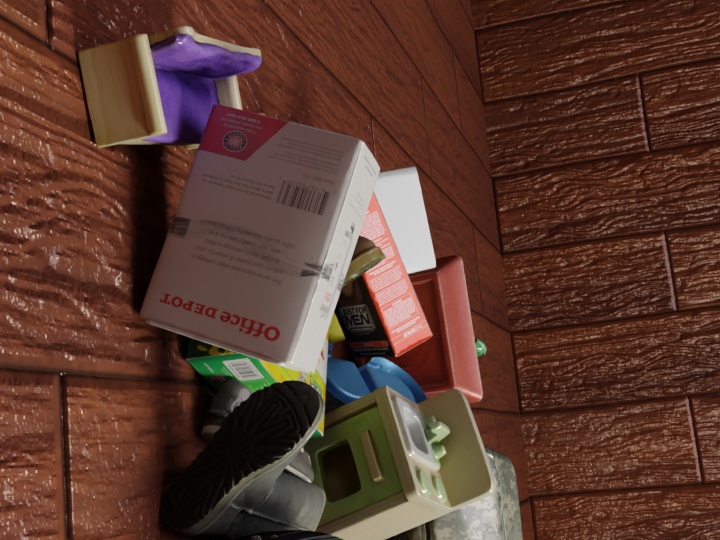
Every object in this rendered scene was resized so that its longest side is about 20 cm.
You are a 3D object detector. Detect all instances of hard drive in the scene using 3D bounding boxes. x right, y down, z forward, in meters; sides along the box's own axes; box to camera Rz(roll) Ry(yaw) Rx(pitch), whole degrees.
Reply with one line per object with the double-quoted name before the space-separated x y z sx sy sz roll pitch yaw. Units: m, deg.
"hard drive" -0.007 -0.049 1.247 0.027 0.199 0.133 -8 -86 63

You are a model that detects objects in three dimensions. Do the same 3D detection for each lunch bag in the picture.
"lunch bag" 0.104 0.304 1.195 0.168 0.139 0.201 30 52 -53

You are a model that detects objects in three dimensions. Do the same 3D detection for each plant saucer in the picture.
"plant saucer" 0.063 0.093 1.397 0.037 0.199 0.201 -1 81 -54

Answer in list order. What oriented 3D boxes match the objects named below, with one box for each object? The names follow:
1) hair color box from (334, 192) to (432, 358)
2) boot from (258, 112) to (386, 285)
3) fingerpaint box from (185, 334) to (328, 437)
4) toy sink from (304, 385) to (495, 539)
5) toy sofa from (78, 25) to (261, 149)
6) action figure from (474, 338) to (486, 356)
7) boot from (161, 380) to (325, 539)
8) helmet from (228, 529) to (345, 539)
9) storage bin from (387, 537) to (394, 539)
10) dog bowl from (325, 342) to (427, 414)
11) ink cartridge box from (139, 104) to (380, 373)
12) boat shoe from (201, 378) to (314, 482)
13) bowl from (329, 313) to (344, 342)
"hair color box" 0.000 0.000 1.174 0.061 0.101 0.201 -26 98 -30
"boot" -0.065 -0.073 1.047 0.200 0.066 0.175 57 -15 -2
"fingerpaint box" -0.099 0.058 1.035 0.200 0.073 0.167 60 27 -54
"toy sink" 0.026 0.211 1.105 0.112 0.199 0.131 40 29 -58
"toy sofa" -0.155 -0.156 0.899 0.200 0.097 0.083 -22 103 -75
"action figure" 0.092 0.137 1.445 0.055 0.199 0.119 41 37 -39
"boot" -0.073 0.194 0.926 0.073 0.182 0.200 53 4 36
"helmet" -0.051 0.314 0.857 0.191 0.199 0.201 27 56 -62
"storage bin" 0.002 0.373 1.200 0.200 0.093 0.136 -71 149 -57
"dog bowl" 0.000 0.152 1.226 0.200 0.050 0.112 20 28 -42
"ink cartridge box" -0.085 -0.026 0.879 0.083 0.146 0.201 43 64 -73
"boat shoe" -0.091 0.168 1.008 0.200 0.067 0.057 53 47 -56
"bowl" -0.009 -0.007 1.330 0.200 0.107 0.201 -8 90 -74
